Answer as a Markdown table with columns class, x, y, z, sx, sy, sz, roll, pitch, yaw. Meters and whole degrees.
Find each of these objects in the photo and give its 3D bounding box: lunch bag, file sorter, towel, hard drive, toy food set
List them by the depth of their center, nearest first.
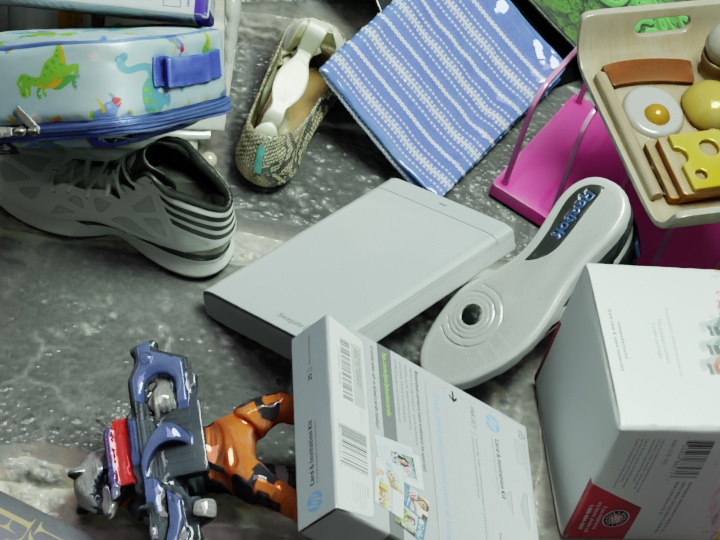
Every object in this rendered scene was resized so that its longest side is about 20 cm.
| class | x | y | z | sx | sy | sz | roll | pitch | yaw |
| --- | --- | --- | --- | --- | --- | --- | --- | --- | --- |
| lunch bag | -0.188 | -0.133 | 1.488 | 0.160 | 0.083 | 0.200 | -2 | 9 | 18 |
| hard drive | 0.000 | 0.000 | 1.554 | 0.200 | 0.027 | 0.132 | -33 | 40 | -33 |
| toy food set | 0.261 | -0.120 | 1.563 | 0.143 | 0.061 | 0.201 | -7 | 55 | -19 |
| file sorter | 0.232 | -0.087 | 1.650 | 0.199 | 0.126 | 0.139 | 33 | 51 | 13 |
| towel | 0.071 | -0.162 | 1.698 | 0.145 | 0.024 | 0.200 | 49 | 55 | -6 |

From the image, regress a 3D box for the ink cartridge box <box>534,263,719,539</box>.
| class | x | y | z | sx | sy | sz | roll | pitch | yaw |
| --- | --- | --- | --- | --- | --- | --- | --- | --- | --- |
| ink cartridge box | 0.245 | 0.097 | 1.489 | 0.199 | 0.146 | 0.145 | 4 | 50 | -13 |

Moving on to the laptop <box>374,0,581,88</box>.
| class | x | y | z | sx | sy | sz | roll | pitch | yaw |
| --- | --- | --- | --- | --- | --- | --- | --- | --- | --- |
| laptop | 0.069 | -0.221 | 1.797 | 0.177 | 0.104 | 0.200 | -21 | 33 | -29 |

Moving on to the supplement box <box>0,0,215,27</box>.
| class | x | y | z | sx | sy | sz | roll | pitch | yaw |
| --- | --- | --- | --- | --- | --- | --- | --- | --- | --- |
| supplement box | -0.205 | -0.241 | 1.541 | 0.199 | 0.101 | 0.104 | 4 | 93 | -3 |

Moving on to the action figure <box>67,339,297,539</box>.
| class | x | y | z | sx | sy | sz | roll | pitch | yaw |
| --- | --- | --- | --- | --- | --- | --- | --- | --- | --- |
| action figure | -0.099 | 0.154 | 1.401 | 0.192 | 0.105 | 0.201 | 1 | 62 | -4 |

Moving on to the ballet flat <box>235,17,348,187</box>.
| class | x | y | z | sx | sy | sz | roll | pitch | yaw |
| --- | --- | --- | --- | --- | --- | --- | --- | --- | --- |
| ballet flat | -0.047 | -0.153 | 1.666 | 0.067 | 0.076 | 0.201 | 18 | 49 | 5 |

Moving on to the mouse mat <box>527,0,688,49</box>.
| class | x | y | z | sx | sy | sz | roll | pitch | yaw |
| --- | --- | --- | --- | --- | --- | --- | --- | --- | --- |
| mouse mat | 0.233 | -0.222 | 1.803 | 0.200 | 0.008 | 0.161 | 46 | 52 | 0 |

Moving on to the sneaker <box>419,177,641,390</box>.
| class | x | y | z | sx | sy | sz | roll | pitch | yaw |
| --- | --- | --- | --- | --- | --- | --- | --- | --- | --- |
| sneaker | 0.139 | 0.030 | 1.568 | 0.200 | 0.112 | 0.073 | -44 | 59 | -1 |

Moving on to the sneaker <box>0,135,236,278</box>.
| class | x | y | z | sx | sy | sz | roll | pitch | yaw |
| --- | --- | --- | --- | --- | --- | --- | --- | --- | --- |
| sneaker | -0.181 | -0.074 | 1.537 | 0.199 | 0.116 | 0.076 | 19 | 55 | 2 |

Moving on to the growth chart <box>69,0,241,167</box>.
| class | x | y | z | sx | sy | sz | roll | pitch | yaw |
| --- | --- | --- | --- | --- | --- | --- | --- | --- | --- |
| growth chart | -0.157 | -0.173 | 1.613 | 0.144 | 0.201 | 0.018 | 12 | 5 | -12 |

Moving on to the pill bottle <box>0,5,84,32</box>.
| class | x | y | z | sx | sy | sz | roll | pitch | yaw |
| --- | --- | --- | --- | --- | --- | --- | --- | --- | --- |
| pill bottle | -0.217 | -0.227 | 1.660 | 0.199 | 0.113 | 0.113 | -5 | 52 | -18 |

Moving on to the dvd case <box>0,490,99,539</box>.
| class | x | y | z | sx | sy | sz | roll | pitch | yaw |
| --- | --- | --- | --- | --- | --- | --- | --- | --- | --- |
| dvd case | -0.221 | 0.222 | 1.351 | 0.199 | 0.016 | 0.149 | 25 | 49 | 7 |

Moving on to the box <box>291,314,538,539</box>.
| class | x | y | z | sx | sy | sz | roll | pitch | yaw |
| --- | --- | --- | --- | --- | --- | --- | --- | --- | --- |
| box | 0.040 | 0.138 | 1.406 | 0.199 | 0.041 | 0.157 | 29 | 41 | -34 |
